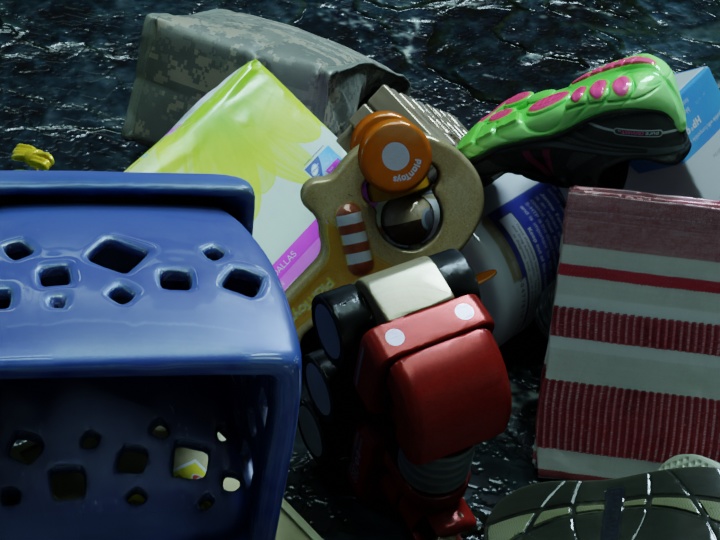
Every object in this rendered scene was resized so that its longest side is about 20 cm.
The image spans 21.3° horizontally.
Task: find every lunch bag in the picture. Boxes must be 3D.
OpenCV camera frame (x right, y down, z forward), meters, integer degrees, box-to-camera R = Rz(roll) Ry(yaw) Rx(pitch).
[{"bbox_3d":[-0.066,-0.136,1.494,0.163,0.118,0.200,19,16,18],"label":"lunch bag"}]

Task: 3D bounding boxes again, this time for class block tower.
[{"bbox_3d":[0.043,-0.085,1.375,0.058,0.054,0.200,48,11,14],"label":"block tower"}]

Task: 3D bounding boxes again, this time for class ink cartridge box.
[{"bbox_3d":[0.219,-0.028,1.309,0.116,0.201,0.068,-10,25,49],"label":"ink cartridge box"}]

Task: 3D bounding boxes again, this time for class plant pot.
[{"bbox_3d":[-0.146,0.051,1.118,0.199,0.201,0.180,0,46,-9],"label":"plant pot"}]

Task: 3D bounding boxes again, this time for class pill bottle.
[{"bbox_3d":[0.120,-0.031,1.382,0.119,0.120,0.200,32,45,31],"label":"pill bottle"}]

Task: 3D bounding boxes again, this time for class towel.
[{"bbox_3d":[0.191,0.048,1.228,0.143,0.201,0.023,7,20,4],"label":"towel"}]

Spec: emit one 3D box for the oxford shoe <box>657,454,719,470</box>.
[{"bbox_3d":[0.247,0.183,1.174,0.058,0.075,0.200,26,10,-42],"label":"oxford shoe"}]

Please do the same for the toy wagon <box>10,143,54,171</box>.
[{"bbox_3d":[-0.266,0.003,1.287,0.155,0.040,0.200,19,65,36],"label":"toy wagon"}]

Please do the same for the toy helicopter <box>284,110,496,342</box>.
[{"bbox_3d":[0.000,0.000,1.240,0.200,0.132,0.079,-44,11,2],"label":"toy helicopter"}]

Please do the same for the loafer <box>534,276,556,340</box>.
[{"bbox_3d":[0.207,0.064,1.270,0.200,0.072,0.073,37,56,6],"label":"loafer"}]

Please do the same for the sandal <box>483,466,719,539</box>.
[{"bbox_3d":[0.174,0.166,1.169,0.200,0.057,0.080,-2,45,29],"label":"sandal"}]

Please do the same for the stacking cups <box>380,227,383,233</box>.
[{"bbox_3d":[-0.034,-0.011,1.398,0.199,0.061,0.061,-7,39,-22],"label":"stacking cups"}]

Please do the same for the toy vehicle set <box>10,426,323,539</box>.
[{"bbox_3d":[-0.118,0.155,1.190,0.124,0.027,0.200,-22,45,-30],"label":"toy vehicle set"}]

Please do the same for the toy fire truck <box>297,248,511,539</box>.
[{"bbox_3d":[0.035,0.118,1.151,0.128,0.176,0.200,-19,59,-21],"label":"toy fire truck"}]

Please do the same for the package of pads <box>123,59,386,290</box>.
[{"bbox_3d":[-0.090,-0.032,1.312,0.154,0.068,0.200,43,61,-3],"label":"package of pads"}]

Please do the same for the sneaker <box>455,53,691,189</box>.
[{"bbox_3d":[0.130,-0.076,1.241,0.077,0.084,0.200,-40,16,-35],"label":"sneaker"}]
